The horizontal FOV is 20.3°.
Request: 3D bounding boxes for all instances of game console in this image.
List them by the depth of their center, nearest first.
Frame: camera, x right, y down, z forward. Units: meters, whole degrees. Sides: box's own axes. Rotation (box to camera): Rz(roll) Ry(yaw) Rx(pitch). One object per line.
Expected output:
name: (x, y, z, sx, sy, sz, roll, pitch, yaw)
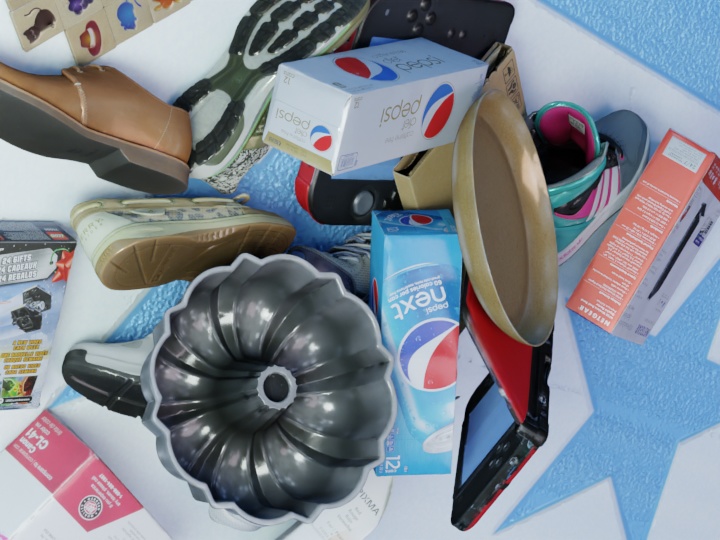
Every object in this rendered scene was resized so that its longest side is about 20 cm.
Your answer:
game console: (0.090, 0.077, 1.619, 0.118, 0.200, 0.173, 32, 117, -9)
game console: (0.038, -0.130, 1.620, 0.176, 0.031, 0.201, 2, 113, -41)

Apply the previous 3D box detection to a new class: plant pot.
plant pot: (0.110, -0.039, 1.548, 0.200, 0.027, 0.201, -9, 90, -69)

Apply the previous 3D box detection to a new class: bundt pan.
bundt pan: (-0.076, 0.092, 1.493, 0.201, 0.076, 0.203, 6, 76, -26)

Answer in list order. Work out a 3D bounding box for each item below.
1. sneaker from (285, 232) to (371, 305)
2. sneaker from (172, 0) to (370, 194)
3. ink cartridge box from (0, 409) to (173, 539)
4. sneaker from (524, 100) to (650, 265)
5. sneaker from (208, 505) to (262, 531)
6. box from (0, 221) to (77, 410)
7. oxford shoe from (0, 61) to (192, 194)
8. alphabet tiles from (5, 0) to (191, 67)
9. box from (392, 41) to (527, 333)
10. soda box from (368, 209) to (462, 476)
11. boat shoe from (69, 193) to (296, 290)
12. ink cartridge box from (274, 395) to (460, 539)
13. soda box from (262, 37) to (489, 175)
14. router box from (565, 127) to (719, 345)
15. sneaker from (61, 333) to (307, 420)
sneaker: (0.000, 0.000, 1.638, 0.200, 0.077, 0.086, 26, 84, -58)
sneaker: (-0.065, -0.137, 1.509, 0.200, 0.077, 0.089, -45, 148, -3)
ink cartridge box: (-0.257, 0.230, 1.534, 0.200, 0.086, 0.148, -43, 135, -11)
sneaker: (0.186, -0.103, 1.702, 0.200, 0.083, 0.121, -49, 153, -34)
sneaker: (-0.056, 0.148, 1.681, 0.081, 0.146, 0.200, 59, 27, -9)
box: (-0.305, 0.034, 1.410, 0.199, 0.040, 0.138, 0, 115, -41)
oxford shoe: (-0.203, -0.117, 1.404, 0.199, 0.071, 0.072, 22, 69, -39)
alphabet tiles: (-0.167, -0.241, 1.395, 0.200, 0.006, 0.167, -34, 133, -21)
box: (0.095, -0.063, 1.669, 0.164, 0.021, 0.200, -52, 145, -29)
soda box: (0.040, 0.057, 1.571, 0.064, 0.068, 0.201, -1, 109, -8)
boat shoe: (-0.128, -0.030, 1.500, 0.200, 0.063, 0.073, -1, 135, -52)
ink cartridge box: (0.005, 0.194, 1.701, 0.200, 0.050, 0.162, -37, 177, -16)
soda box: (0.014, -0.125, 1.493, 0.200, 0.068, 0.064, -19, 129, -55)
router box: (0.265, -0.026, 1.805, 0.180, 0.049, 0.200, -60, 164, 4)
sneaker: (-0.133, 0.056, 1.566, 0.200, 0.076, 0.116, 12, 65, -22)
